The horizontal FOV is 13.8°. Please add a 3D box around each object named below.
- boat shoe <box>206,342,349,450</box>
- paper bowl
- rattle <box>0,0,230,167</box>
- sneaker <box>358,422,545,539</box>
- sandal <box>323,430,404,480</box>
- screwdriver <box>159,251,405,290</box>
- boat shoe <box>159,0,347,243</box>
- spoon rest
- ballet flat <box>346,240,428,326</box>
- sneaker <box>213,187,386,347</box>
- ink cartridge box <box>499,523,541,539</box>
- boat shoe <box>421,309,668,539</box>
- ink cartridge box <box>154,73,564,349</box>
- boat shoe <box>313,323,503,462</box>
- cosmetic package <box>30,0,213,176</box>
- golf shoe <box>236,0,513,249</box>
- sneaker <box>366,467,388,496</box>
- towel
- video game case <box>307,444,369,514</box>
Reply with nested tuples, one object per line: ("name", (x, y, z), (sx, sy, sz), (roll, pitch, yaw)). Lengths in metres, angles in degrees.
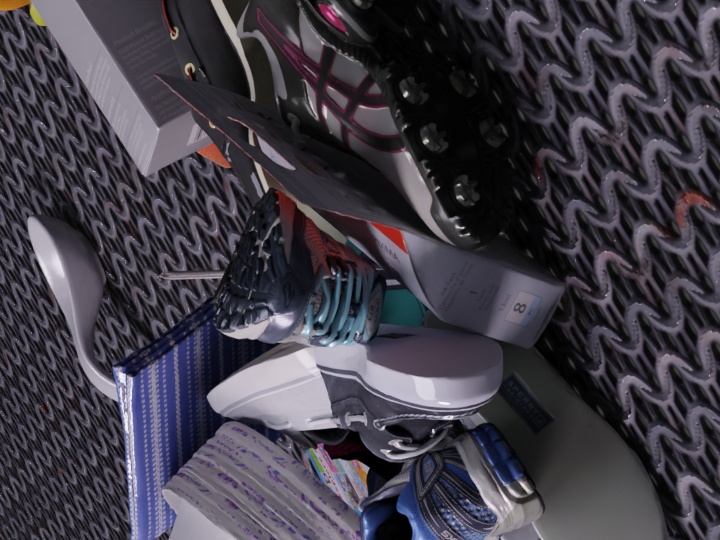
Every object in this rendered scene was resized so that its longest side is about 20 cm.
("boat shoe", (-0.031, 0.075, 1.789), (0.069, 0.072, 0.200), (59, 151, -2))
("paper bowl", (-0.043, 0.195, 1.826), (0.201, 0.104, 0.201), (42, 170, 9))
("rattle", (-0.177, -0.136, 1.942), (0.130, 0.143, 0.200), (-32, 82, 53))
("sneaker", (0.033, 0.136, 1.663), (0.077, 0.085, 0.200), (60, 164, 8))
("sandal", (0.010, 0.111, 1.847), (0.045, 0.075, 0.200), (-68, 27, 12))
("screwdriver", (-0.031, -0.002, 1.770), (0.200, 0.029, 0.028), (0, 117, 32))
("boat shoe", (-0.059, -0.097, 1.736), (0.063, 0.074, 0.201), (-31, 75, 45))
("spoon rest", (-0.220, 0.035, 2.424), (0.200, 0.061, 0.099), (50, 159, 25))
("ballet flat", (0.000, 0.000, 1.812), (0.074, 0.074, 0.200), (17, 132, 64))
("sneaker", (-0.024, 0.004, 1.560), (0.086, 0.078, 0.200), (22, -175, -4))
("ink cartridge box", (0.123, 0.194, 1.751), (0.200, 0.067, 0.117), (54, 160, 20))
("boat shoe", (0.106, 0.098, 1.676), (0.201, 0.070, 0.072), (54, 179, 15))
("ink cartridge box", (-0.008, -0.032, 1.605), (0.200, 0.047, 0.160), (17, -163, -42))
("boat shoe", (0.025, 0.070, 1.599), (0.200, 0.072, 0.068), (-172, 75, -68))
("cosmetic package", (-0.138, -0.173, 1.825), (0.200, 0.107, 0.090), (58, 161, 13))
("golf shoe", (0.009, -0.086, 1.575), (0.088, 0.077, 0.200), (-42, 68, 33))
("sneaker", (0.052, 0.203, 1.936), (0.089, 0.079, 0.200), (18, 127, 55))
("towel", (-0.086, 0.070, 1.896), (0.024, 0.200, 0.145), (22, 131, 30))
("video game case", (-0.006, 0.108, 2.041), (0.143, 0.018, 0.200), (63, 161, -11))
